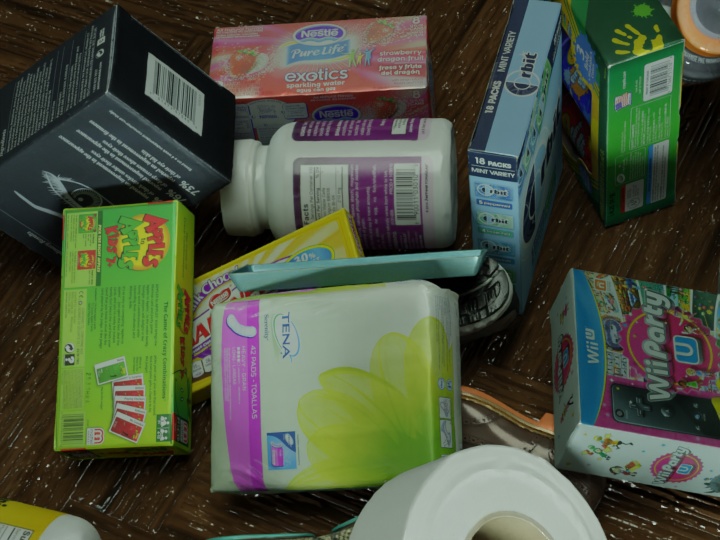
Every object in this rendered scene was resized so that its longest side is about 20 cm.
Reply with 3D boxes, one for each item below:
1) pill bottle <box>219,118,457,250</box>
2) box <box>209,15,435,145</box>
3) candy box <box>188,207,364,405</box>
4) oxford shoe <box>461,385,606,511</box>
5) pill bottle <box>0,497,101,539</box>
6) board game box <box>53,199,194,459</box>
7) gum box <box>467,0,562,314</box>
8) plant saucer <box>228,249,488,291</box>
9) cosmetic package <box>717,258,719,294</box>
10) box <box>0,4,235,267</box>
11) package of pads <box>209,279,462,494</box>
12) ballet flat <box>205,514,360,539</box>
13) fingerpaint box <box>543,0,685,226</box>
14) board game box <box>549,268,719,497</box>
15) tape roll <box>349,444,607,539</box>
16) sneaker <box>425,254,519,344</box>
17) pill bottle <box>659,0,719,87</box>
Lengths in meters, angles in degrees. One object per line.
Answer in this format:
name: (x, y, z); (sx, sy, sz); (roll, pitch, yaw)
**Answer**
pill bottle: (-0.018, -0.073, 1.453); (0.198, 0.113, 0.113); (0, 52, 7)
box: (-0.033, -0.160, 1.528); (0.198, 0.103, 0.095); (-3, 52, 6)
candy box: (-0.085, 0.033, 1.389); (0.199, 0.026, 0.103); (-25, 56, 12)
oxford shoe: (0.093, 0.141, 1.299); (0.198, 0.072, 0.073); (12, 59, 15)
pill bottle: (-0.258, 0.229, 1.251); (0.198, 0.112, 0.112); (11, 54, 15)
board game box: (-0.191, 0.049, 1.370); (0.101, 0.048, 0.202); (-4, 75, 12)
gum box: (0.131, -0.092, 1.391); (0.044, 0.201, 0.171); (9, 53, 14)
plant saucer: (0.000, 0.000, 1.319); (0.198, 0.070, 0.019); (-5, 95, 9)
cosmetic package: (0.384, -0.063, 1.356); (0.166, 0.167, 0.201); (9, 53, 15)
box: (-0.225, -0.105, 1.430); (0.199, 0.148, 0.105); (-27, 45, 30)
package of pads: (-0.019, 0.090, 1.291); (0.198, 0.068, 0.156); (-5, 79, 23)
ballet flat: (-0.023, 0.221, 1.264); (0.198, 0.068, 0.076); (-13, 73, 3)
fingerpaint box: (0.206, -0.168, 1.440); (0.073, 0.201, 0.168); (-18, 53, -7)
board game box: (0.248, 0.090, 1.285); (0.198, 0.064, 0.148); (9, 51, -8)
tape roll: (0.086, 0.226, 1.159); (0.201, 0.071, 0.204); (16, 63, -34)
sneaker: (0.038, 0.040, 1.390); (0.198, 0.079, 0.075); (-8, 68, 22)
pill bottle: (0.286, -0.215, 1.457); (0.105, 0.200, 0.107); (0, 92, -2)
